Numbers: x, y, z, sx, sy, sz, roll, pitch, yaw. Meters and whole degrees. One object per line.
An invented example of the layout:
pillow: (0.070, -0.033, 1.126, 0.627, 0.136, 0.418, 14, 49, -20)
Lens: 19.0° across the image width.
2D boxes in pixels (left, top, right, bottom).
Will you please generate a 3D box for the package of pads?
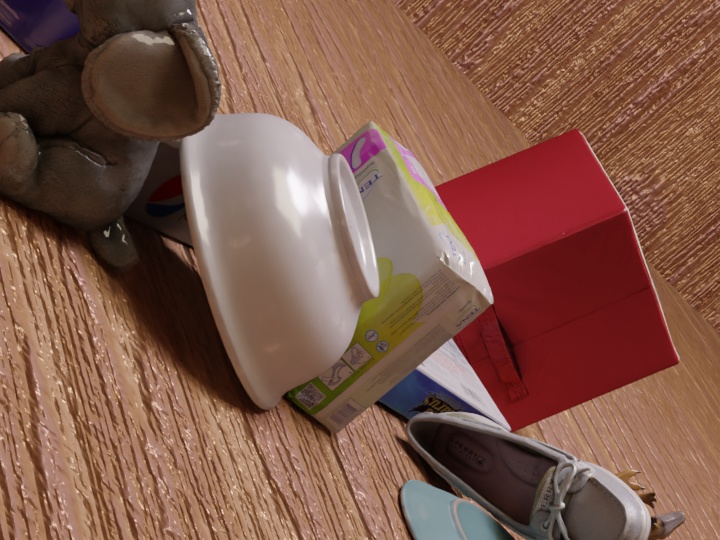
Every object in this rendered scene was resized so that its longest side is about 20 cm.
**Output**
package of pads: (0.000, 0.000, 1.518, 0.068, 0.154, 0.200, 41, 14, -35)

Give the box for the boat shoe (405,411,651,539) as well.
boat shoe: (0.121, 0.157, 1.578, 0.202, 0.075, 0.065, 30, 6, 36)

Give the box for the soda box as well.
soda box: (-0.130, -0.069, 1.483, 0.068, 0.064, 0.200, 54, 13, 25)

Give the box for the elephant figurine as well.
elephant figurine: (-0.142, -0.128, 1.280, 0.142, 0.200, 0.155, 54, 12, 26)

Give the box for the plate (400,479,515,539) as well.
plate: (0.102, 0.221, 1.520, 0.200, 0.026, 0.200, 46, 11, -12)

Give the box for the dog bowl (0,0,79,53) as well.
dog bowl: (-0.224, -0.225, 1.592, 0.200, 0.079, 0.200, 46, 12, -13)

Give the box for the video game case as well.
video game case: (0.018, 0.045, 1.720, 0.200, 0.045, 0.182, 36, 19, -50)

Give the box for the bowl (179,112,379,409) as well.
bowl: (-0.043, -0.018, 1.384, 0.201, 0.090, 0.202, -15, 90, -81)

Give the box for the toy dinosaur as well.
toy dinosaur: (0.160, 0.182, 1.637, 0.199, 0.061, 0.106, 19, -21, -14)

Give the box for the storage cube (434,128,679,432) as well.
storage cube: (0.155, 0.008, 1.902, 0.200, 0.179, 0.172, -107, 174, -61)
